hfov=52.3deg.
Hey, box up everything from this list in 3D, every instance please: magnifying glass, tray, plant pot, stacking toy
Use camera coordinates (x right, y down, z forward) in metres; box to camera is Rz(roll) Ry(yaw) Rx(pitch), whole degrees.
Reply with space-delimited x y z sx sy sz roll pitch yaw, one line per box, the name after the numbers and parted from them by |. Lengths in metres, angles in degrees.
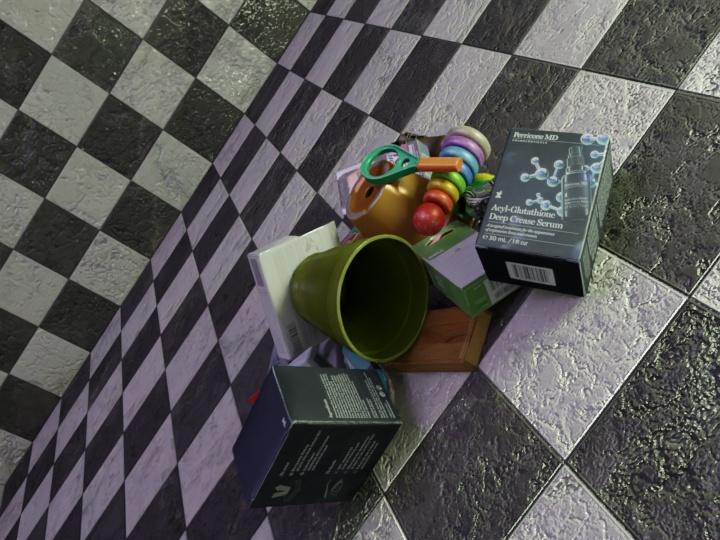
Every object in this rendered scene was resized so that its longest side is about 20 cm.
0.083 -0.181 1.251 0.197 0.022 0.081 8 60 36 | magnifying glass
0.126 0.115 1.218 0.198 0.037 0.100 -12 53 55 | tray
-0.018 0.040 1.252 0.191 0.199 0.204 5 66 51 | plant pot
0.148 -0.144 1.248 0.085 0.085 0.203 -7 50 57 | stacking toy
0.078 -0.103 1.361 0.200 0.182 0.203 -40 32 31 | plant pot

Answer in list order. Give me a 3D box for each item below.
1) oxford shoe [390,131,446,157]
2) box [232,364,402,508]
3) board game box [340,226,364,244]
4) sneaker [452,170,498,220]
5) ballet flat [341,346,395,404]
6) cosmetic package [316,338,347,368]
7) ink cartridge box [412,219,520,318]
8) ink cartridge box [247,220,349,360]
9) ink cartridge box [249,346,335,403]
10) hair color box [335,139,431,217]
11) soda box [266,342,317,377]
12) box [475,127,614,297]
0.121 -0.256 1.557 0.198 0.084 0.074 -5 55 56 | oxford shoe
-0.072 0.260 1.152 0.199 0.196 0.118 -62 38 30 | box
0.021 -0.107 1.601 0.200 0.030 0.096 -46 13 12 | board game box
0.228 -0.117 1.232 0.086 0.078 0.199 -51 16 -16 | sneaker
0.026 0.192 1.273 0.075 0.064 0.202 -42 41 17 | ballet flat
-0.055 0.172 1.418 0.112 0.081 0.202 -40 31 27 | cosmetic package
0.171 -0.009 1.201 0.103 0.060 0.200 -31 27 -8 | ink cartridge box
-0.099 0.033 1.337 0.174 0.204 0.044 -27 20 -35 | ink cartridge box
-0.095 0.249 1.317 0.199 0.162 0.057 -41 13 28 | ink cartridge box
0.051 -0.182 1.513 0.197 0.060 0.101 -18 74 27 | hair color box
-0.121 0.124 1.421 0.068 0.063 0.203 -29 38 39 | soda box
0.266 -0.085 1.044 0.145 0.107 0.204 9 66 26 | box
